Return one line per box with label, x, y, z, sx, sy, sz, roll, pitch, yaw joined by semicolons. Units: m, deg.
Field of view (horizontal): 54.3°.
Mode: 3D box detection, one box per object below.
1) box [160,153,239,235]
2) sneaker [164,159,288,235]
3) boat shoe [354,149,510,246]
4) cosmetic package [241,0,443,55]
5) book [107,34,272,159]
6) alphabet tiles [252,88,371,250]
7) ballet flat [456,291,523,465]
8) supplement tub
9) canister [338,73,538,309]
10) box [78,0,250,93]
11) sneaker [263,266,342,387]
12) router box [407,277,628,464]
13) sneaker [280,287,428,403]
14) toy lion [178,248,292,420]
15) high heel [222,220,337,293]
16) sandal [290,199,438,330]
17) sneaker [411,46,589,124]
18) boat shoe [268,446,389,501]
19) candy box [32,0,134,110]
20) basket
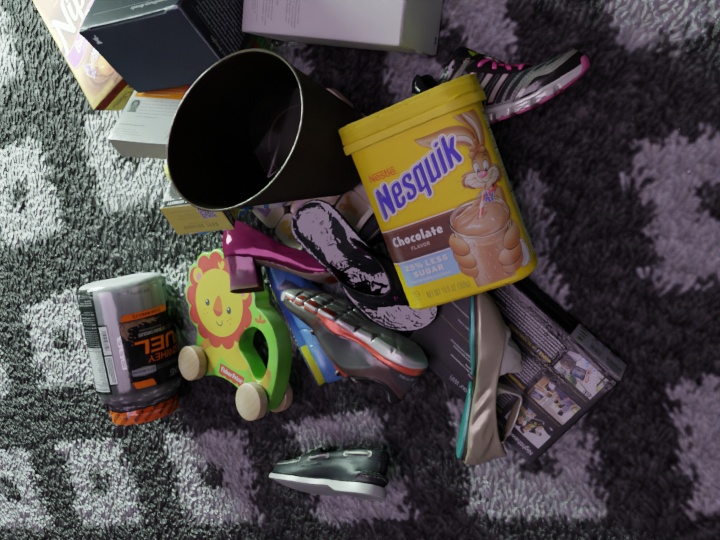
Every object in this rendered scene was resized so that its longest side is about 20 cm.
box;-0.172;-0.135;0.839;0.075;0.201;0.050;-4;141;15
sneaker;-0.168;-0.092;0.914;0.199;0.076;0.106;21;126;29
boat shoe;0.075;-0.076;0.792;0.200;0.072;0.068;-33;80;27
cosmetic package;-0.019;-0.292;0.779;0.199;0.108;0.085;12;105;23
book;-0.203;-0.223;0.851;0.133;0.048;0.201;9;62;26
alphabet tiles;-0.060;-0.122;0.886;0.196;0.015;0.200;44;117;13
ballet flat;0.141;0.115;0.748;0.069;0.069;0.201;11;109;25
supplement tub;-0.327;0.110;1.010;0.122;0.122;0.201;-5;98;28
canister;0.081;-0.075;0.711;0.148;0.087;0.201;-19;98;24
box;-0.203;-0.324;0.814;0.148;0.107;0.201;0;61;28
sneaker;-0.064;0.047;0.905;0.078;0.066;0.201;-27;75;-6
router box;0.168;0.094;0.789;0.200;0.051;0.149;44;118;14
sneaker;-0.021;0.089;0.821;0.200;0.077;0.082;30;108;24
toy lion;-0.166;0.073;0.939;0.199;0.069;0.193;24;109;35
high heel;-0.070;-0.031;0.862;0.199;0.067;0.097;-6;77;-4
sandal;-0.001;0.000;0.791;0.200;0.048;0.075;39;102;5
sneaker;0.134;-0.199;0.735;0.199;0.074;0.088;-15;99;34
boat shoe;-0.040;0.264;0.929;0.199;0.076;0.061;-6;59;38
candy box;-0.369;-0.340;0.981;0.116;0.056;0.201;-34;83;29
basket;-0.078;-0.141;0.764;0.180;0.200;0.136;-37;77;26
